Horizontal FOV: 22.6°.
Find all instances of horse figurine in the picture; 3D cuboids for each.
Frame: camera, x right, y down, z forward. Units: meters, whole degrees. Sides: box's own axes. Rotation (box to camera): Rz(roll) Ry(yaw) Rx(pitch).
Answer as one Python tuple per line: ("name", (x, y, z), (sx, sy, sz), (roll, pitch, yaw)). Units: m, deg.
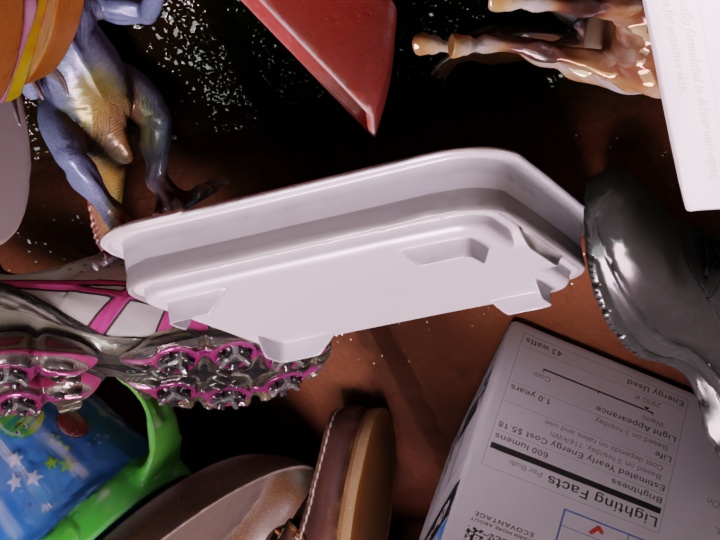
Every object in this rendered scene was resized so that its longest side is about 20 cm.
("horse figurine", (0.090, -0.091, 0.715), (0.131, 0.200, 0.050), (6, 98, -14))

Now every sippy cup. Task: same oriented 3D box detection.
("sippy cup", (-0.187, 0.116, 1.033), (0.130, 0.178, 0.140), (47, 171, 10))

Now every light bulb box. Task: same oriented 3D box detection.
("light bulb box", (0.124, 0.164, 0.897), (0.197, 0.201, 0.125), (22, 137, 2))

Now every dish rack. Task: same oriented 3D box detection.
("dish rack", (0.000, 0.000, 0.824), (0.199, 0.044, 0.171), (-13, 163, 21))

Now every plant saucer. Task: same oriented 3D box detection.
("plant saucer", (-0.052, -0.138, 0.694), (0.037, 0.200, 0.200), (-43, 91, 2))
("plant saucer", (-0.110, 0.168, 1.032), (0.032, 0.199, 0.201), (50, 140, 17))

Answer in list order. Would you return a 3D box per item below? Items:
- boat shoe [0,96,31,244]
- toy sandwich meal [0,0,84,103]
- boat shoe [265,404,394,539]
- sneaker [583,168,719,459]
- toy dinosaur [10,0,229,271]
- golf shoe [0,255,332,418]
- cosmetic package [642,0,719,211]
("boat shoe", (-0.228, -0.103, 0.860), (0.092, 0.075, 0.202), (-7, 104, 36))
("toy sandwich meal", (-0.179, -0.165, 0.728), (0.205, 0.070, 0.207), (30, 128, 48))
("boat shoe", (-0.025, 0.173, 1.006), (0.070, 0.070, 0.202), (8, 91, 21))
("sneaker", (0.175, 0.017, 0.836), (0.090, 0.076, 0.200), (-27, 125, 29))
("toy dinosaur", (-0.148, -0.093, 0.852), (0.182, 0.105, 0.200), (57, 144, -5))
("golf shoe", (-0.114, 0.023, 0.954), (0.198, 0.093, 0.073), (0, 147, -9))
("cosmetic package", (0.146, -0.125, 0.597), (0.084, 0.201, 0.108), (-3, 130, 19))
